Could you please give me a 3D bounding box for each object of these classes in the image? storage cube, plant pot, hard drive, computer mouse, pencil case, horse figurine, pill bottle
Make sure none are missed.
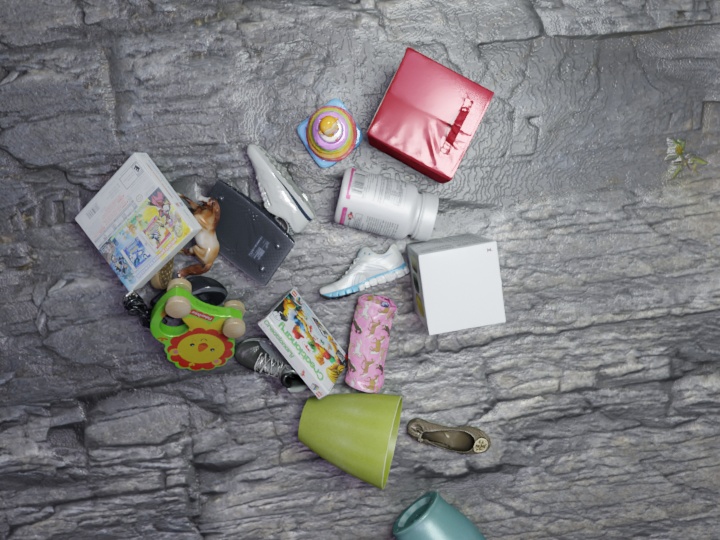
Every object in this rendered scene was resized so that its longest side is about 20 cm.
[{"bbox_3d":[0.126,-0.287,1.035,0.177,0.200,0.174,27,97,0],"label":"storage cube"},{"bbox_3d":[-0.025,0.338,1.144,0.195,0.187,0.192,11,98,12],"label":"plant pot"},{"bbox_3d":[-0.237,-0.079,1.108,0.199,0.042,0.135,39,114,-3],"label":"hard drive"},{"bbox_3d":[-0.375,0.052,1.117,0.195,0.139,0.054,-15,63,-6],"label":"computer mouse"},{"bbox_3d":[0.022,0.155,1.154,0.085,0.082,0.205,17,101,39],"label":"pencil case"},{"bbox_3d":[-0.329,-0.070,1.087,0.130,0.050,0.204,16,120,17],"label":"horse figurine"},{"bbox_3d":[0.052,-0.129,1.094,0.195,0.113,0.116,14,98,-4],"label":"pill bottle"},{"bbox_3d":[0.172,0.605,1.179,0.199,0.200,0.189,-39,83,4],"label":"plant pot"}]

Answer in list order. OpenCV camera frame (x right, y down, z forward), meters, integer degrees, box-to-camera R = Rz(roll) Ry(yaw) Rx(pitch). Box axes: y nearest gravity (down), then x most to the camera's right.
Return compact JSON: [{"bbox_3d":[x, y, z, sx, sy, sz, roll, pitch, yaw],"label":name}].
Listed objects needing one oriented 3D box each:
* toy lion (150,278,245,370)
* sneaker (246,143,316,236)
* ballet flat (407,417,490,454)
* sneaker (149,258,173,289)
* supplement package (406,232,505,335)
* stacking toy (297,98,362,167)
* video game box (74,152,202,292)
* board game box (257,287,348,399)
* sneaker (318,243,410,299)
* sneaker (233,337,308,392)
[{"bbox_3d":[-0.337,0.128,1.101,0.198,0.069,0.192,27,120,-35],"label":"toy lion"},{"bbox_3d":[-0.176,-0.166,1.105,0.080,0.076,0.201,-35,97,13],"label":"sneaker"},{"bbox_3d":[0.199,0.375,1.209,0.195,0.046,0.069,15,98,-4],"label":"ballet flat"},{"bbox_3d":[-0.443,-0.065,1.116,0.088,0.067,0.205,3,102,11],"label":"sneaker"},{"bbox_3d":[0.182,0.019,1.077,0.147,0.200,0.156,-9,98,-1],"label":"supplement package"},{"bbox_3d":[-0.057,-0.266,1.026,0.115,0.200,0.111,-35,98,3],"label":"stacking toy"},{"bbox_3d":[-0.431,-0.092,1.048,0.199,0.047,0.184,-38,88,18],"label":"video game box"},{"bbox_3d":[-0.114,0.149,1.125,0.034,0.127,0.201,-33,100,32],"label":"board game box"},{"bbox_3d":[0.000,0.000,1.142,0.196,0.075,0.089,-20,89,-4],"label":"sneaker"},{"bbox_3d":[-0.176,0.201,1.134,0.195,0.116,0.077,14,98,-4],"label":"sneaker"}]
